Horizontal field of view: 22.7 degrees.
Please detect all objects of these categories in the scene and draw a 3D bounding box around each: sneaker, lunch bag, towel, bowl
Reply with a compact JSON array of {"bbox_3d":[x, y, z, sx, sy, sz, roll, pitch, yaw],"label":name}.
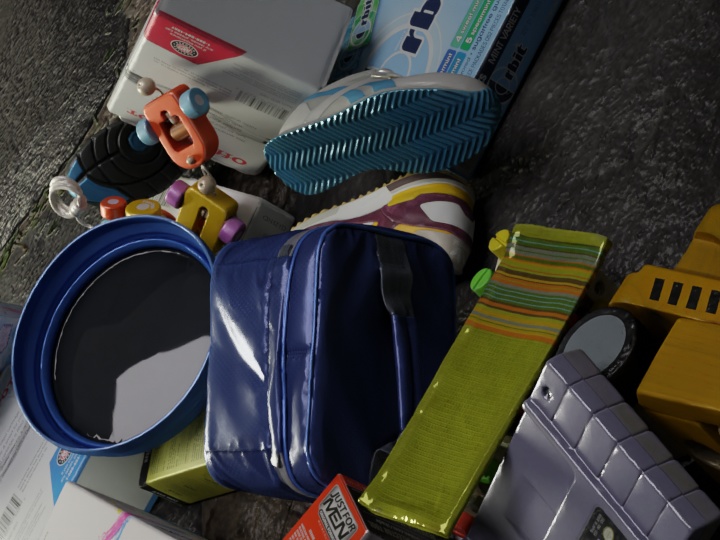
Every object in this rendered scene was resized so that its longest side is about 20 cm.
[{"bbox_3d":[0.020,-0.115,1.307,0.200,0.077,0.081,-7,37,39],"label":"sneaker"},{"bbox_3d":[-0.014,0.070,1.190,0.132,0.136,0.201,-11,75,49],"label":"lunch bag"},{"bbox_3d":[0.073,0.059,1.042,0.086,0.018,0.200,5,60,58],"label":"towel"},{"bbox_3d":[0.000,0.000,1.329,0.200,0.075,0.090,-31,39,37],"label":"sneaker"},{"bbox_3d":[-0.187,0.054,1.425,0.200,0.039,0.201,-13,62,25],"label":"bowl"},{"bbox_3d":[-0.184,-0.110,1.596,0.200,0.073,0.082,-33,10,-33],"label":"sneaker"}]

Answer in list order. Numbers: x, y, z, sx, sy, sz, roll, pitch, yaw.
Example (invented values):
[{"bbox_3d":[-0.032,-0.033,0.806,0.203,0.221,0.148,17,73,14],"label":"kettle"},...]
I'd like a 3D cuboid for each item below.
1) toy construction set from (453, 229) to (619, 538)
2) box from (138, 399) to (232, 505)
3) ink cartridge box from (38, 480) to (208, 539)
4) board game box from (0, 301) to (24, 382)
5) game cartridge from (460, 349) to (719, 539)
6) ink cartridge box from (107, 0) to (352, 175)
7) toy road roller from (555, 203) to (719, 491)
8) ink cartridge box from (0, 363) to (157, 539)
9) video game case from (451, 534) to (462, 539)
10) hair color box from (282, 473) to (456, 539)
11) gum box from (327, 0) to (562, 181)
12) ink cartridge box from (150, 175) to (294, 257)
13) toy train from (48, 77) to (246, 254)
[{"bbox_3d":[0.098,0.068,1.098,0.131,0.092,0.201,1,68,56],"label":"toy construction set"},{"bbox_3d":[-0.089,0.123,1.378,0.200,0.050,0.075,-23,49,43],"label":"box"},{"bbox_3d":[-0.145,0.251,1.292,0.200,0.128,0.126,14,77,54],"label":"ink cartridge box"},{"bbox_3d":[-0.355,0.124,1.616,0.200,0.041,0.200,-62,-9,0],"label":"board game box"},{"bbox_3d":[0.118,0.156,0.993,0.130,0.038,0.200,55,144,32],"label":"game cartridge"},{"bbox_3d":[-0.111,-0.171,1.467,0.200,0.145,0.084,-42,26,65],"label":"ink cartridge box"},{"bbox_3d":[0.219,0.046,0.984,0.200,0.123,0.146,15,67,55],"label":"toy road roller"},{"bbox_3d":[-0.263,0.180,1.530,0.200,0.084,0.145,27,89,55],"label":"ink cartridge box"},{"bbox_3d":[0.060,0.172,1.178,0.200,0.023,0.183,-19,53,44],"label":"video game case"},{"bbox_3d":[-0.029,0.234,1.144,0.200,0.101,0.061,-50,36,15],"label":"hair color box"},{"bbox_3d":[0.056,-0.174,1.404,0.200,0.044,0.170,27,90,55],"label":"gum box"},{"bbox_3d":[-0.159,0.009,1.550,0.200,0.045,0.177,18,80,55],"label":"ink cartridge box"},{"bbox_3d":[-0.163,-0.074,1.478,0.200,0.150,0.056,-30,8,41],"label":"toy train"}]
